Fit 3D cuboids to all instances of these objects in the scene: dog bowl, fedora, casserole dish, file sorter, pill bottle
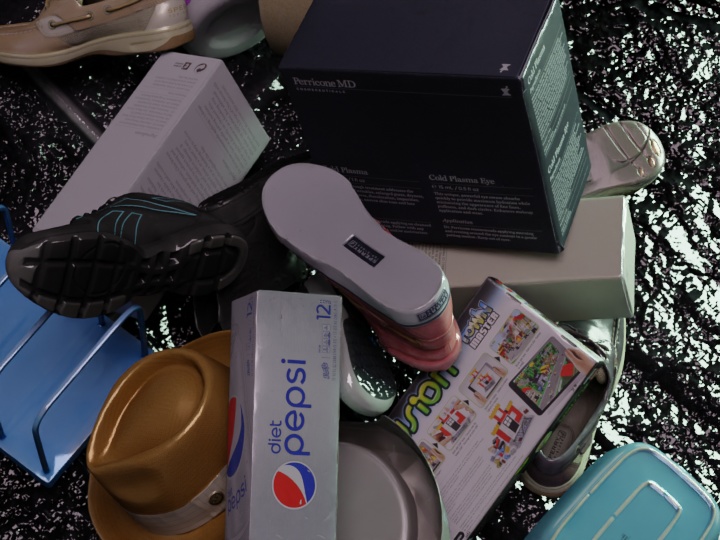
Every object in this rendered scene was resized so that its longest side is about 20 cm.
[{"bbox_3d":[-0.023,0.203,1.327,0.198,0.059,0.202,-9,64,19],"label":"dog bowl"},{"bbox_3d":[-0.143,0.122,1.336,0.199,0.082,0.202,-18,54,26],"label":"fedora"},{"bbox_3d":[0.204,0.210,1.367,0.121,0.039,0.200,41,58,12],"label":"casserole dish"},{"bbox_3d":[-0.280,0.040,1.389,0.199,0.123,0.139,34,66,13],"label":"file sorter"},{"bbox_3d":[-0.150,-0.294,1.573,0.103,0.104,0.201,-22,68,-14],"label":"pill bottle"}]

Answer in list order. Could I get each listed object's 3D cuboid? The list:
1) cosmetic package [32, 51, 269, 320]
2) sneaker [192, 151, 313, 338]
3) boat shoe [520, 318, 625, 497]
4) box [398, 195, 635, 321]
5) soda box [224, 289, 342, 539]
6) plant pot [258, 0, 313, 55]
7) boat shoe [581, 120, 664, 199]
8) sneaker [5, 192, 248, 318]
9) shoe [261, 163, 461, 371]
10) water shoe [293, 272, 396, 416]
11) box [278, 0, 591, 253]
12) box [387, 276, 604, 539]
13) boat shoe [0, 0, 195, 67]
[{"bbox_3d":[-0.168,-0.072,1.455,0.071,0.102,0.201,12,58,36],"label":"cosmetic package"},{"bbox_3d":[-0.072,-0.027,1.470,0.199,0.060,0.105,-30,106,-46],"label":"sneaker"},{"bbox_3d":[0.176,0.083,1.432,0.071,0.065,0.201,19,65,4],"label":"boat shoe"},{"bbox_3d":[0.121,-0.006,1.435,0.198,0.069,0.083,-2,58,16],"label":"box"},{"bbox_3d":[-0.056,0.118,1.268,0.068,0.063,0.202,4,81,-21],"label":"soda box"},{"bbox_3d":[0.022,-0.234,1.482,0.198,0.188,0.189,0,62,17],"label":"plant pot"},{"bbox_3d":[0.160,-0.071,1.505,0.198,0.072,0.076,-9,73,-8],"label":"boat shoe"},{"bbox_3d":[-0.184,-0.015,1.337,0.199,0.076,0.079,-4,36,-40],"label":"sneaker"},{"bbox_3d":[0.000,0.000,1.364,0.071,0.091,0.200,-40,52,-15],"label":"shoe"},{"bbox_3d":[-0.026,0.074,1.376,0.079,0.200,0.072,-40,111,8],"label":"water shoe"},{"bbox_3d":[0.063,-0.119,1.377,0.198,0.183,0.105,6,50,23],"label":"box"},{"bbox_3d":[0.086,0.117,1.372,0.110,0.035,0.201,38,98,15],"label":"box"},{"bbox_3d":[-0.237,-0.216,1.514,0.198,0.066,0.072,-2,20,24],"label":"boat shoe"}]
